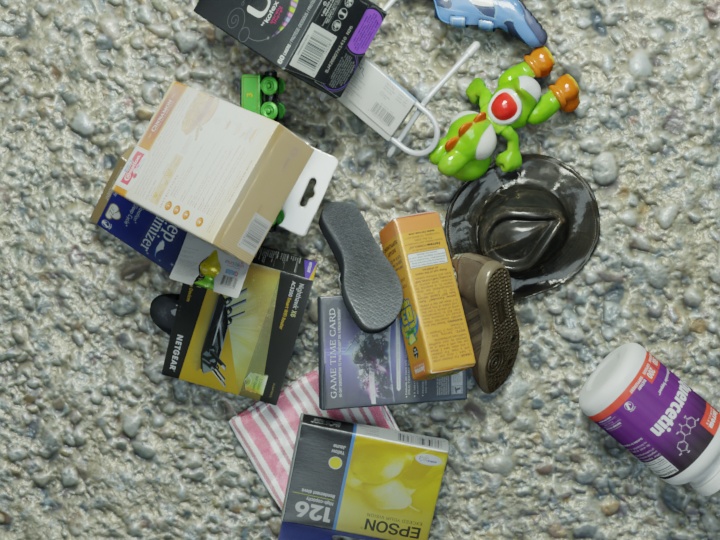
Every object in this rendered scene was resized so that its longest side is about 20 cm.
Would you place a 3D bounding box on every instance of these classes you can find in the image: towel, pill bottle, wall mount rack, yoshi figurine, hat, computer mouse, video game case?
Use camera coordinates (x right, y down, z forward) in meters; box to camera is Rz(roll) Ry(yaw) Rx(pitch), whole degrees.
[{"bbox_3d":[-0.060,0.215,1.552,0.199,0.030,0.147,-30,94,8],"label":"towel"},{"bbox_3d":[0.382,0.191,1.475,0.200,0.112,0.113,40,99,-2],"label":"pill bottle"},{"bbox_3d":[0.043,-0.242,1.431,0.200,0.075,0.174,41,122,7],"label":"wall mount rack"},{"bbox_3d":[0.171,-0.182,1.456,0.200,0.112,0.112,-37,123,-5],"label":"yoshi figurine"},{"bbox_3d":[0.206,-0.052,1.468,0.200,0.081,0.202,1,97,4],"label":"hat"},{"bbox_3d":[-0.185,0.080,1.540,0.199,0.034,0.059,18,98,1],"label":"computer mouse"},{"bbox_3d":[0.043,0.100,1.491,0.199,0.019,0.144,-2,94,-18],"label":"video game case"}]

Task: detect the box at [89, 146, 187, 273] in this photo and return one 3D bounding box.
[{"bbox_3d":[-0.239,-0.056,1.493,0.200,0.032,0.121,33,129,-5],"label":"box"}]

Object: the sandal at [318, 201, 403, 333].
[{"bbox_3d":[0.000,0.000,1.463,0.076,0.201,0.043,-3,140,-20],"label":"sandal"}]

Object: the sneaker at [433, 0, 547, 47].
[{"bbox_3d":[0.141,-0.328,1.442,0.200,0.074,0.082,37,101,6],"label":"sneaker"}]

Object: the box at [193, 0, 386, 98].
[{"bbox_3d":[-0.087,-0.309,1.391,0.200,0.106,0.123,37,101,39],"label":"box"}]

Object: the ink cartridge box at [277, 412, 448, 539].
[{"bbox_3d":[0.000,0.299,1.531,0.197,0.047,0.201,10,105,-3],"label":"ink cartridge box"}]

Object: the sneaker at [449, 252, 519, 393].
[{"bbox_3d":[0.154,0.063,1.490,0.075,0.070,0.201,28,135,40],"label":"sneaker"}]

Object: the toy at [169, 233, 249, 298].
[{"bbox_3d":[-0.143,-0.067,1.391,0.115,0.047,0.201,14,77,36],"label":"toy"}]

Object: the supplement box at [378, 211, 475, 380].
[{"bbox_3d":[0.082,0.033,1.455,0.069,0.067,0.201,-11,79,-20],"label":"supplement box"}]

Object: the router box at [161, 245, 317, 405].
[{"bbox_3d":[-0.155,0.062,1.484,0.157,0.052,0.201,15,119,-4],"label":"router box"}]

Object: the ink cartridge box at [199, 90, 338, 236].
[{"bbox_3d":[-0.135,-0.135,1.488,0.199,0.068,0.117,26,99,2],"label":"ink cartridge box"}]

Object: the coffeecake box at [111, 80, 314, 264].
[{"bbox_3d":[-0.175,-0.117,1.357,0.200,0.073,0.154,26,86,39],"label":"coffeecake box"}]

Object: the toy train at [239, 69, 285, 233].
[{"bbox_3d":[-0.123,-0.146,1.433,0.056,0.042,0.201,4,98,14],"label":"toy train"}]
